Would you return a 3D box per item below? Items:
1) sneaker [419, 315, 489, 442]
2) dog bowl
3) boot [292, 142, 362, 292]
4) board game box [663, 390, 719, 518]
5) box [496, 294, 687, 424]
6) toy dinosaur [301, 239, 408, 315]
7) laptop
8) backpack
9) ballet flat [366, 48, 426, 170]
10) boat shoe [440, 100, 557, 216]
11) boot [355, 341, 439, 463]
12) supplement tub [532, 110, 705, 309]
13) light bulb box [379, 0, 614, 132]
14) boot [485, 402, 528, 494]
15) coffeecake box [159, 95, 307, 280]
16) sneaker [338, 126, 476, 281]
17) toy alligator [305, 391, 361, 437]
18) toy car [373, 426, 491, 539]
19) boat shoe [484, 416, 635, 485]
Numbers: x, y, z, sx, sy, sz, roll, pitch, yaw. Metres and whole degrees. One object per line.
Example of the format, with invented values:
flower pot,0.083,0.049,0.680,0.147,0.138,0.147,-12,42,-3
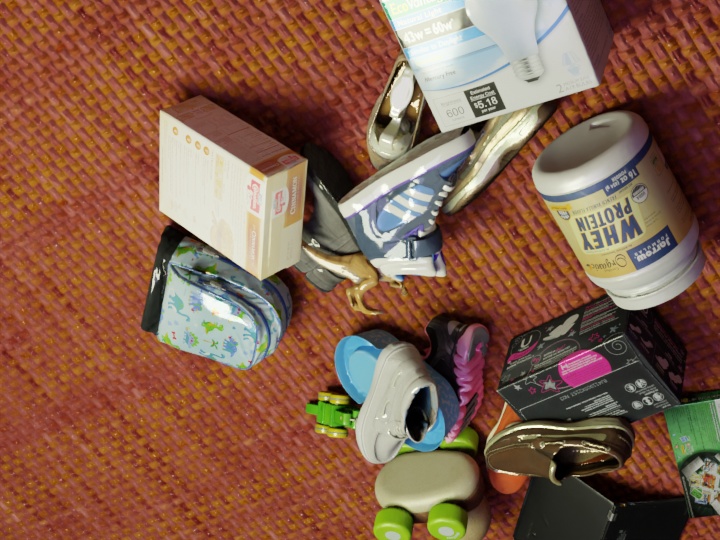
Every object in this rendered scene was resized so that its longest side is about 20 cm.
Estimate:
sneaker,0.117,0.145,1.771,0.095,0.079,0.201,20,125,23
dog bowl,0.053,0.158,1.760,0.200,0.049,0.112,39,135,24
boot,-0.058,-0.060,1.677,0.131,0.070,0.200,-23,113,29
board game box,0.476,0.248,1.738,0.104,0.023,0.201,-9,120,19
box,0.299,0.128,1.662,0.200,0.115,0.132,-28,113,35
toy dinosaur,0.000,0.000,1.654,0.199,0.060,0.107,4,94,11
laptop,0.350,0.363,1.875,0.199,0.116,0.188,-2,129,-15
backpack,-0.194,0.049,1.769,0.199,0.154,0.164,14,121,-7
ballet flat,0.043,-0.188,1.556,0.068,0.067,0.201,19,128,6
boat shoe,0.149,-0.152,1.555,0.076,0.072,0.200,44,120,4
boot,0.049,0.196,1.671,0.073,0.096,0.201,-7,128,-22
supplement tub,0.305,-0.068,1.503,0.144,0.145,0.200,-21,115,30
light bulb box,0.147,-0.288,1.415,0.198,0.125,0.200,-15,119,27
boot,0.209,0.254,1.786,0.075,0.107,0.201,13,128,7
coffeecake box,-0.164,-0.106,1.627,0.200,0.073,0.154,33,133,31
sneaker,0.085,-0.068,1.554,0.200,0.081,0.147,-30,103,24
toy alligator,-0.016,0.206,1.824,0.054,0.200,0.060,5,89,-27
toy car,0.123,0.350,1.860,0.157,0.165,0.200,-10,133,24
boat shoe,0.245,0.234,1.637,0.202,0.075,0.075,-16,119,30
